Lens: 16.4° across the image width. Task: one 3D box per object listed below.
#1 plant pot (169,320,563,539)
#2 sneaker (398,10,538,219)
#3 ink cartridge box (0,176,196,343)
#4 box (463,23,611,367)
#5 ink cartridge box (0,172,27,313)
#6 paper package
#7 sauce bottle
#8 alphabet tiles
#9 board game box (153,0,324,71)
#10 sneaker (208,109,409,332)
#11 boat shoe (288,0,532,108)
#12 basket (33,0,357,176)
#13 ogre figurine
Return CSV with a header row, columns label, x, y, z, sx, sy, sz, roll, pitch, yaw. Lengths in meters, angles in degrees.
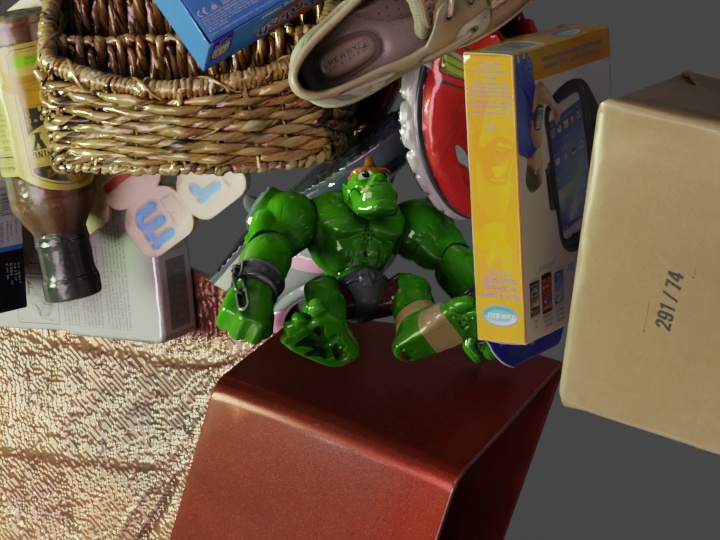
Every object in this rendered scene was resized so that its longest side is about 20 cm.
label,x,y,z,sx,sy,sz,roll,pitch,yaw
plant pot,-0.007,0.140,1.596,0.176,0.200,0.201,24,116,15
sneaker,0.073,-0.127,1.567,0.084,0.077,0.201,4,107,26
ink cartridge box,-0.208,-0.054,1.806,0.175,0.045,0.201,4,105,34
box,0.113,-0.043,1.529,0.041,0.119,0.201,3,105,34
ink cartridge box,-0.303,-0.042,1.823,0.200,0.039,0.100,26,123,52
paper package,0.228,0.003,1.469,0.190,0.103,0.201,17,112,30
sauce bottle,-0.216,-0.079,1.708,0.064,0.065,0.201,-4,104,37
alphabet tiles,-0.165,-0.113,1.724,0.195,0.015,0.200,-35,91,22
board game box,-0.090,-0.246,1.569,0.200,0.152,0.045,56,162,10
sneaker,-0.012,-0.029,1.670,0.082,0.070,0.200,45,126,-8
boat shoe,0.042,-0.163,1.504,0.199,0.065,0.072,-32,93,8
basket,-0.107,-0.144,1.608,0.199,0.143,0.150,0,105,8
ogre figurine,0.000,0.000,1.569,0.098,0.199,0.120,91,166,-51
